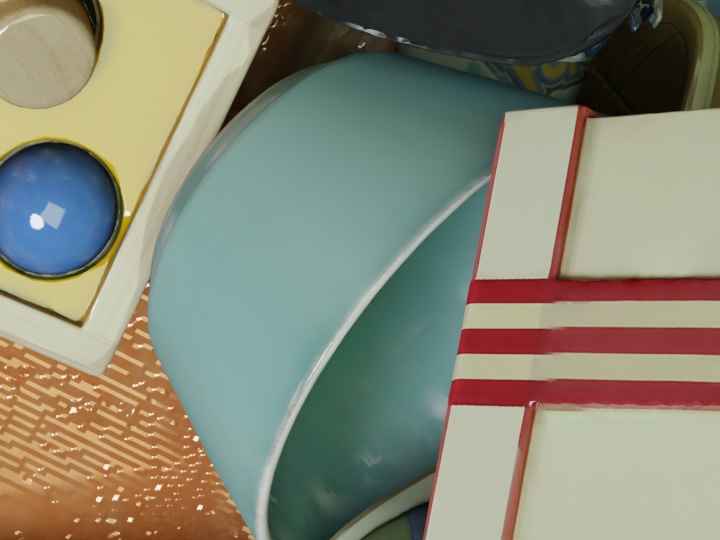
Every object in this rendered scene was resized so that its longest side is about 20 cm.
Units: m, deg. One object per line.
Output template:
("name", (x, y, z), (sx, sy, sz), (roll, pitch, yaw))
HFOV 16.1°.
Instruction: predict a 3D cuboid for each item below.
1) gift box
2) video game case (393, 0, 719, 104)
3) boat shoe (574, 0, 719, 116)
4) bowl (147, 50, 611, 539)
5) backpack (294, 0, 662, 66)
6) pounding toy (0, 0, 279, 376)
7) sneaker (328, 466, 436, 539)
("gift box", (0.136, 0.060, 0.813), (0.200, 0.186, 0.185), (35, 63, -45))
("video game case", (0.104, -0.140, 1.006), (0.199, 0.022, 0.183), (-14, 106, -5))
("boat shoe", (0.120, -0.016, 1.004), (0.063, 0.073, 0.201), (-6, 120, -26))
("bowl", (0.000, 0.000, 0.925), (0.105, 0.201, 0.201), (39, 97, 24))
("backpack", (0.052, -0.150, 0.883), (0.163, 0.200, 0.154), (17, 138, 14))
("pounding toy", (-0.136, -0.091, 0.918), (0.184, 0.142, 0.200), (24, 100, -14))
("sneaker", (0.050, 0.117, 0.926), (0.200, 0.090, 0.067), (-35, 132, -34))
